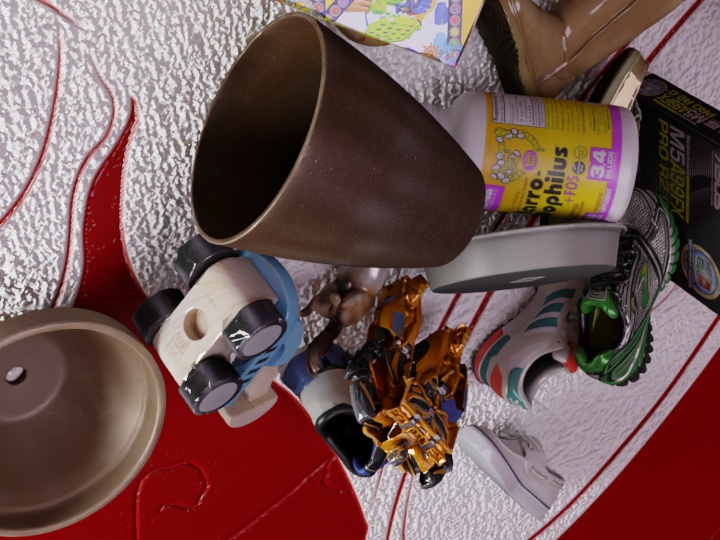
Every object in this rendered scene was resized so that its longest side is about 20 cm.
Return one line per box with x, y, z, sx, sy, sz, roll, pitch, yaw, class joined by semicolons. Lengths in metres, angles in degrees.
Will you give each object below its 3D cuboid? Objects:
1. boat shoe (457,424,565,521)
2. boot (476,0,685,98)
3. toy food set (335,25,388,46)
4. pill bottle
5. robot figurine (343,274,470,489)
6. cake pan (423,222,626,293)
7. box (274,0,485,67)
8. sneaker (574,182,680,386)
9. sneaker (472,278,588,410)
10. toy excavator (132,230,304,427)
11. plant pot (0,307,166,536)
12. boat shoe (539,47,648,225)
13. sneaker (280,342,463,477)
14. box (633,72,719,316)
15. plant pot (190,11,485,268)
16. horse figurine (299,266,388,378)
0.170;0.206;1.517;0.066;0.072;0.200;-48;134;-5;boat shoe
0.200;-0.251;1.259;0.200;0.066;0.176;-39;146;-8;boot
0.046;-0.292;1.132;0.199;0.049;0.199;-26;129;-19;toy food set
0.138;-0.102;1.237;0.198;0.105;0.105;5;119;-3;pill bottle
0.049;0.099;1.272;0.058;0.201;0.145;-30;117;27;robot figurine
0.148;-0.009;1.290;0.199;0.200;0.037;-3;82;-33;cake pan
-0.018;-0.253;0.974;0.191;0.200;0.123;18;109;-18;box
0.259;0.012;1.375;0.085;0.077;0.202;13;85;-54;sneaker
0.208;0.059;1.434;0.200;0.093;0.070;-48;133;0;sneaker
-0.100;0.066;1.187;0.195;0.100;0.199;-50;155;23;toy excavator
-0.266;0.107;1.134;0.199;0.093;0.202;-17;125;-25;plant pot
0.235;-0.115;1.345;0.063;0.073;0.202;22;112;0;boat shoe
0.019;0.147;1.332;0.198;0.116;0.081;16;126;-37;sneaker
0.325;-0.074;1.387;0.044;0.160;0.201;-24;130;-19;box
-0.003;-0.077;1.115;0.199;0.187;0.188;22;104;-31;plant pot
0.000;0.000;1.265;0.201;0.050;0.132;-60;164;3;horse figurine
